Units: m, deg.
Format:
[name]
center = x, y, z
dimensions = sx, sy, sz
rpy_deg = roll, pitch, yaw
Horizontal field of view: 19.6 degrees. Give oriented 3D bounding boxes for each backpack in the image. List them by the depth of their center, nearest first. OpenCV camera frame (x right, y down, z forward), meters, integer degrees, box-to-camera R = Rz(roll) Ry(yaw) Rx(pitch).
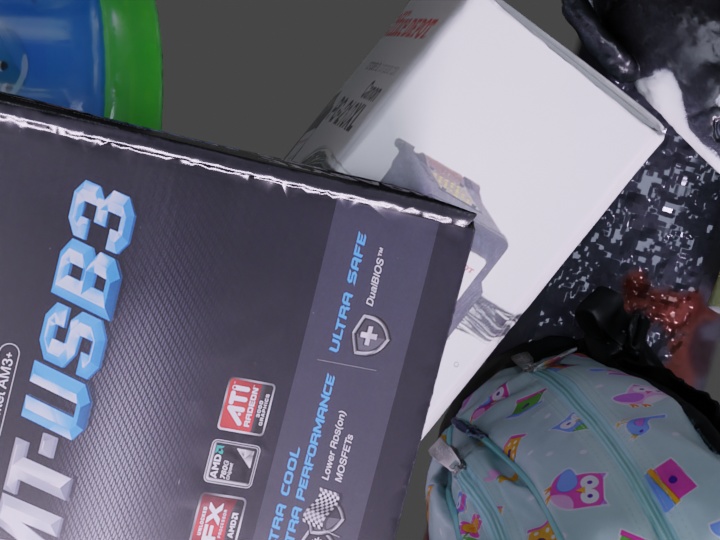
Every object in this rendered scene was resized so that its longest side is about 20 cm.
[backpack]
center = 0.092, 0.111, 0.728
dimensions = 0.126, 0.200, 0.167
rpy_deg = -29, 99, -2

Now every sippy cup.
[sippy cup]
center = -0.148, -0.050, 0.703
dimensions = 0.130, 0.178, 0.140
rpy_deg = 5, 124, -22

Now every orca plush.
[orca plush]
center = 0.113, -0.116, 0.723
dimensions = 0.105, 0.200, 0.071
rpy_deg = 22, 123, -38

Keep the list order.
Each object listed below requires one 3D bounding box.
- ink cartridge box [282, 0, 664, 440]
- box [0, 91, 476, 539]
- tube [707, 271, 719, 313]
[ink cartridge box]
center = 0.000, 0.000, 0.733
dimensions = 0.084, 0.145, 0.200
rpy_deg = 39, 91, -10
[box]
center = -0.084, 0.055, 0.609
dimensions = 0.198, 0.050, 0.200
rpy_deg = 13, 96, -25
[tube]
center = 0.193, -0.068, 0.797
dimensions = 0.058, 0.052, 0.200
rpy_deg = 24, 89, -46
